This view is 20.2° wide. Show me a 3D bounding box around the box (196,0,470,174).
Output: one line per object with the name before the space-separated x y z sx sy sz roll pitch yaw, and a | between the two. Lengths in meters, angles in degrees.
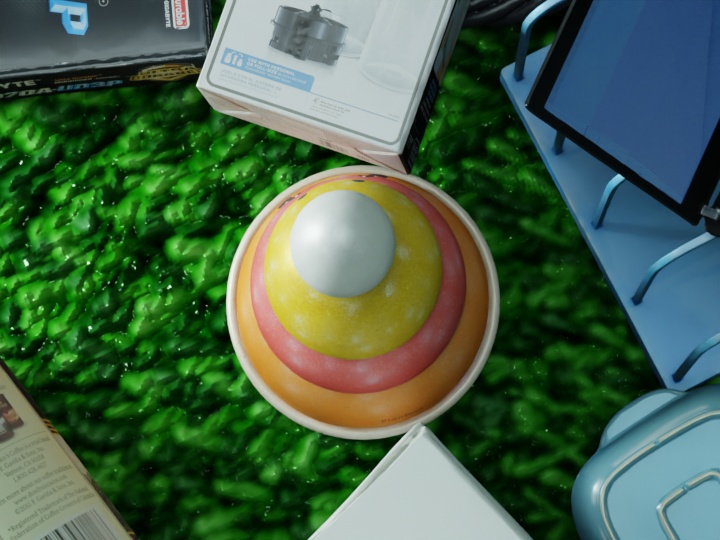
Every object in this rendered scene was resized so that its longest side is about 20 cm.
box | 0.003 -0.165 1.044 0.116 0.060 0.201 20 85 8

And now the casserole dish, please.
casserole dish | 0.185 0.147 0.983 0.121 0.039 0.201 -33 77 5

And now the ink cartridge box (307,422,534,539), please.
ink cartridge box | 0.069 0.179 0.982 0.083 0.145 0.200 -43 81 -6

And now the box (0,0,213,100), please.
box | -0.166 -0.198 1.114 0.158 0.046 0.202 -5 78 1

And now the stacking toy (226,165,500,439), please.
stacking toy | 0.000 0.000 0.992 0.145 0.200 0.147 0 79 1

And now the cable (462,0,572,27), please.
cable | 0.057 -0.214 1.102 0.200 0.051 0.163 43 83 8

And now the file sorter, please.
file sorter | 0.179 -0.060 1.039 0.138 0.123 0.201 -26 80 -3

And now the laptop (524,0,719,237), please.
laptop | 0.209 -0.102 0.928 0.199 0.103 0.178 22 81 24

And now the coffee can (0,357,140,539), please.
coffee can | -0.200 0.133 0.999 0.146 0.146 0.200 -38 80 -6
